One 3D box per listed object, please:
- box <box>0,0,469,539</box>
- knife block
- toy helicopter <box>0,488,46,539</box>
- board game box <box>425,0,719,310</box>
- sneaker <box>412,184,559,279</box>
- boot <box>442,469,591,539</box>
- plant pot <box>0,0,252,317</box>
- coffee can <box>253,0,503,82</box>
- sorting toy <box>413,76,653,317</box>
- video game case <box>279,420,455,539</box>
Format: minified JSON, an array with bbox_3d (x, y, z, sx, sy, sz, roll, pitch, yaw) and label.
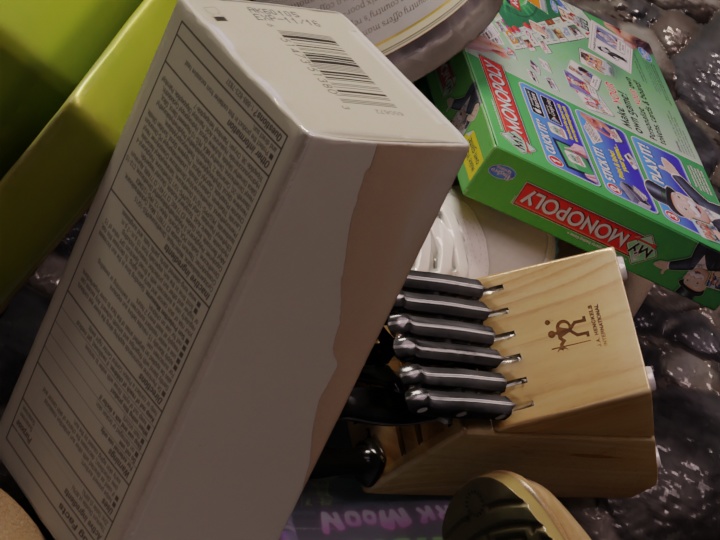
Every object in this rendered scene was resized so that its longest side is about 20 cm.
[{"bbox_3d":[-0.051,0.012,0.987,0.077,0.201,0.095,1,36,-41],"label":"box"},{"bbox_3d":[0.030,0.054,1.114,0.174,0.200,0.064,-13,70,3],"label":"knife block"},{"bbox_3d":[-0.115,0.164,0.978,0.132,0.079,0.201,-16,76,-50],"label":"toy helicopter"},{"bbox_3d":[0.091,-0.071,1.242,0.134,0.029,0.201,23,27,-22],"label":"board game box"},{"bbox_3d":[0.000,0.000,1.139,0.199,0.081,0.077,-10,73,-26],"label":"sneaker"},{"bbox_3d":[0.135,0.139,1.129,0.199,0.066,0.176,-21,84,-49],"label":"boot"},{"bbox_3d":[-0.158,-0.103,1.068,0.181,0.199,0.200,40,43,-7],"label":"plant pot"},{"bbox_3d":[-0.040,-0.180,1.168,0.146,0.146,0.201,-49,123,-46],"label":"coffee can"},{"bbox_3d":[0.048,-0.040,1.254,0.200,0.037,0.185,38,44,-1],"label":"sorting toy"},{"bbox_3d":[-0.012,0.122,1.096,0.199,0.023,0.183,1,56,-32],"label":"video game case"}]
